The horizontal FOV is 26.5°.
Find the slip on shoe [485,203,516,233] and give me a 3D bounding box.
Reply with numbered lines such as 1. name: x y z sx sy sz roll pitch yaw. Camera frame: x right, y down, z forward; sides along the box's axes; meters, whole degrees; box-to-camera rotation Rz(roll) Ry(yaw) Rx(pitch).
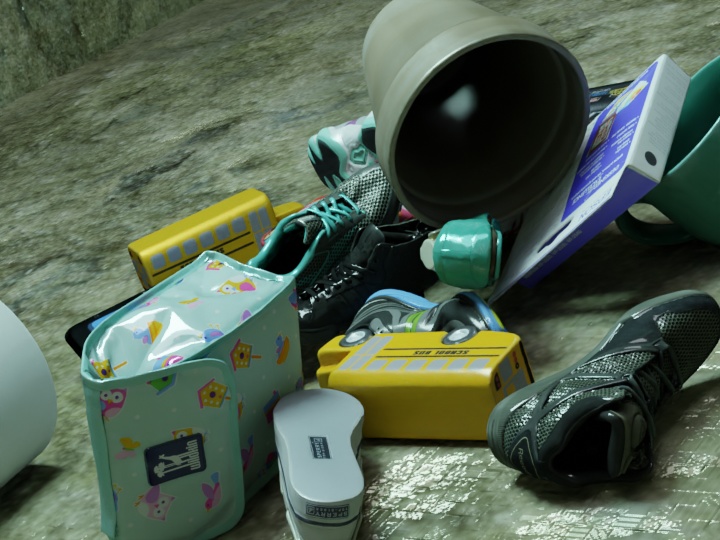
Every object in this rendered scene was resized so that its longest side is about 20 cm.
1. slip on shoe: 0.121 -0.108 1.493 0.075 0.061 0.201 -5 37 19

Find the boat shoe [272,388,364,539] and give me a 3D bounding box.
1. boat shoe: -0.028 0.151 1.134 0.071 0.067 0.200 1 20 -9

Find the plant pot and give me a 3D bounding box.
1. plant pot: 0.085 -0.166 1.401 0.198 0.201 0.174 -22 42 -8

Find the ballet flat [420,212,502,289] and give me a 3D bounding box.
1. ballet flat: 0.088 -0.019 1.321 0.069 0.068 0.200 7 1 5

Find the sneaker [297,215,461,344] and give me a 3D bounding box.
1. sneaker: 0.001 0.001 1.405 0.198 0.105 0.060 -7 26 -24

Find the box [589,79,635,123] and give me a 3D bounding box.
1. box: 0.248 -0.155 1.732 0.198 0.050 0.198 -6 22 37

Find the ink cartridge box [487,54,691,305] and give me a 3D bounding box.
1. ink cartridge box: 0.205 -0.069 1.370 0.198 0.043 0.201 -46 12 49

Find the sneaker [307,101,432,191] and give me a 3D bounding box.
1. sneaker: 0.039 -0.143 1.585 0.139 0.078 0.199 -34 15 -28

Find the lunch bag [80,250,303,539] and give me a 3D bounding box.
1. lunch bag: -0.133 0.107 1.181 0.121 0.172 0.200 15 34 27

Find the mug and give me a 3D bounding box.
1. mug: 0.323 -0.096 1.359 0.153 0.114 0.185 -59 11 -20

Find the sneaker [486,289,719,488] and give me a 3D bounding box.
1. sneaker: 0.195 0.088 1.072 0.198 0.077 0.114 -29 22 -17

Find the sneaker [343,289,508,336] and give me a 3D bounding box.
1. sneaker: 0.057 0.063 1.304 0.083 0.071 0.199 -45 27 -28

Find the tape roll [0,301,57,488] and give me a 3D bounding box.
1. tape roll: -0.390 0.122 1.365 0.201 0.205 0.139 -7 23 34

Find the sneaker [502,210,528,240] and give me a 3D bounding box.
1. sneaker: 0.162 -0.064 1.528 0.112 0.072 0.200 -7 20 42

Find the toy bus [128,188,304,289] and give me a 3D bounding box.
1. toy bus: -0.153 -0.031 1.715 0.198 0.079 0.065 -26 20 -17

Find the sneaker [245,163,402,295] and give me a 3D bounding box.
1. sneaker: -0.035 -0.031 1.440 0.077 0.091 0.200 38 75 20

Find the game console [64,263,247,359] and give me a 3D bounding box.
1. game console: -0.192 0.028 1.545 0.199 0.117 0.176 -28 -21 -21

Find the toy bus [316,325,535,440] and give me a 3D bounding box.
1. toy bus: 0.046 0.092 1.223 0.198 0.066 0.078 -4 26 38

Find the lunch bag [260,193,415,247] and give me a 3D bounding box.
1. lunch bag: 0.014 -0.037 1.598 0.198 0.083 0.176 -4 21 36
